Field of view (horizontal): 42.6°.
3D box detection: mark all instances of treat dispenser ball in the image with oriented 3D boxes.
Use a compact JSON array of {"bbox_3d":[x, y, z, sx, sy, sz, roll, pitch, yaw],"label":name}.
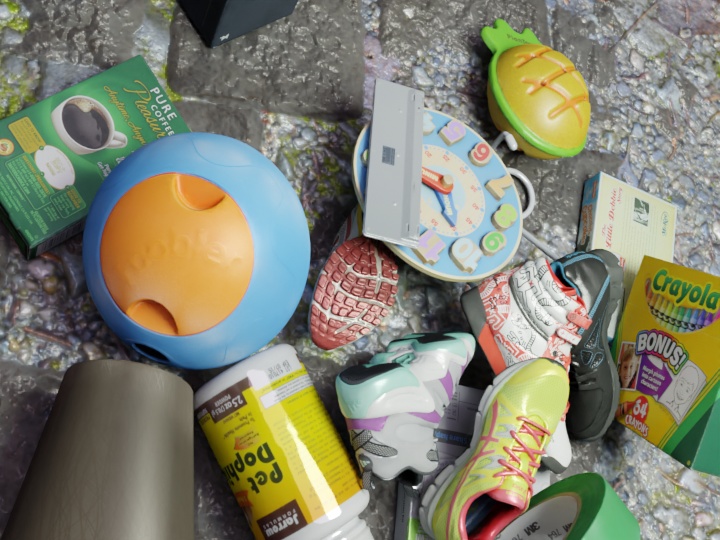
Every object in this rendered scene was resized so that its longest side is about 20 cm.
[{"bbox_3d":[-0.142,-0.017,0.810,0.196,0.201,0.206,7,68,-19],"label":"treat dispenser ball"}]

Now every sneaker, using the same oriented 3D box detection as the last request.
[{"bbox_3d":[0.000,0.000,0.926,0.077,0.082,0.202,33,54,-7],"label":"sneaker"},{"bbox_3d":[0.134,0.174,0.827,0.077,0.090,0.203,28,95,-20],"label":"sneaker"},{"bbox_3d":[0.224,0.080,0.970,0.080,0.073,0.205,-3,95,-34],"label":"sneaker"},{"bbox_3d":[0.051,0.141,0.866,0.198,0.077,0.143,-18,103,-49],"label":"sneaker"},{"bbox_3d":[0.187,0.090,0.900,0.106,0.067,0.204,-28,90,14],"label":"sneaker"}]

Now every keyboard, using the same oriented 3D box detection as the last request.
[{"bbox_3d":[0.034,-0.110,0.904,0.055,0.011,0.203,10,55,-8],"label":"keyboard"}]

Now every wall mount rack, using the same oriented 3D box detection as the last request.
[{"bbox_3d":[0.137,-0.054,1.010,0.196,0.075,0.177,-17,79,-25],"label":"wall mount rack"}]

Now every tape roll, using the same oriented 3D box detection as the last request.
[{"bbox_3d":[0.144,0.257,0.782,0.048,0.200,0.200,48,61,2],"label":"tape roll"}]

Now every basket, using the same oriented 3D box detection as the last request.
[{"bbox_3d":[-0.207,0.188,0.750,0.176,0.137,0.204,0,62,7],"label":"basket"}]

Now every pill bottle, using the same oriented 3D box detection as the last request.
[{"bbox_3d":[-0.063,0.177,0.824,0.108,0.109,0.203,-25,81,-27],"label":"pill bottle"}]

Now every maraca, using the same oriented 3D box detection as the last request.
[{"bbox_3d":[0.202,-0.215,1.080,0.135,0.107,0.204,11,52,-32],"label":"maraca"}]

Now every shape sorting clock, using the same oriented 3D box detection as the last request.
[{"bbox_3d":[0.081,-0.082,0.933,0.196,0.039,0.204,11,62,-20],"label":"shape sorting clock"}]

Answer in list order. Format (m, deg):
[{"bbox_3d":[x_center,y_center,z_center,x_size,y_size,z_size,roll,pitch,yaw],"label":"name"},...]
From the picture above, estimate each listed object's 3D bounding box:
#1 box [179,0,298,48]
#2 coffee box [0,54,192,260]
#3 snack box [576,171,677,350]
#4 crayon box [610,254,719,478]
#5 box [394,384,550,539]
[{"bbox_3d":[-0.138,-0.378,0.944,0.123,0.200,0.199,-29,84,-29],"label":"box"},{"bbox_3d":[-0.262,-0.111,0.885,0.199,0.044,0.124,-36,87,-28],"label":"coffee box"},{"bbox_3d":[0.308,-0.004,1.082,0.114,0.037,0.204,21,65,-15],"label":"snack box"},{"bbox_3d":[0.327,0.089,0.931,0.057,0.200,0.176,16,95,-15],"label":"crayon box"},{"bbox_3d":[0.113,0.222,0.919,0.153,0.041,0.204,14,68,-16],"label":"box"}]
